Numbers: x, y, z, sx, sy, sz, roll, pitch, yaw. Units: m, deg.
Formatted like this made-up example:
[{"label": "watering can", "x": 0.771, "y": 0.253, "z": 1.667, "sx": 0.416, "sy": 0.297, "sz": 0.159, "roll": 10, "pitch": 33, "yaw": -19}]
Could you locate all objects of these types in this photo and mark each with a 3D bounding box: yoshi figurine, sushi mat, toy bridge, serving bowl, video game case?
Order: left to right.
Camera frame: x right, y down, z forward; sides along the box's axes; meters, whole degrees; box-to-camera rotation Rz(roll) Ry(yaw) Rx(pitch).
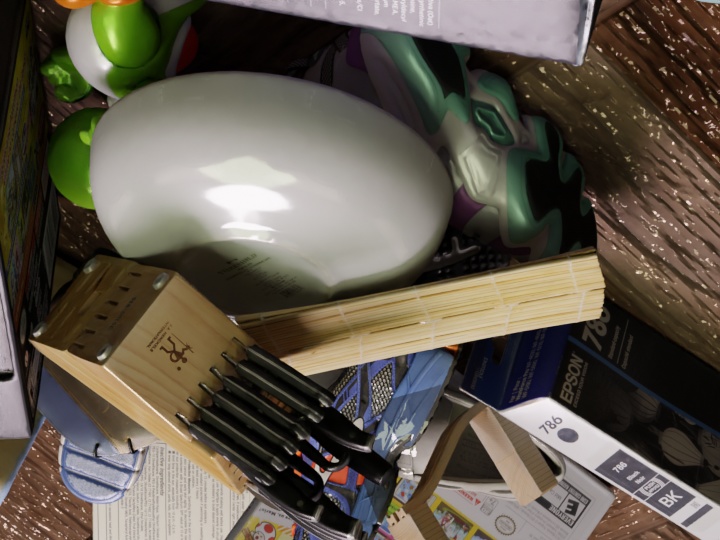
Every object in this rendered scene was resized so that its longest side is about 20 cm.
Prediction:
[{"label": "video game case", "x": -0.201, "y": -0.038, "z": 1.203, "sx": 0.025, "sy": 0.200, "sz": 0.181, "roll": -2, "pitch": 130, "yaw": -1}, {"label": "yoshi figurine", "x": -0.149, "y": -0.105, "z": 1.196, "sx": 0.112, "sy": 0.113, "sz": 0.200, "roll": 9, "pitch": 138, "yaw": 25}, {"label": "serving bowl", "x": -0.052, "y": -0.023, "z": 1.127, "sx": 0.199, "sy": 0.066, "sz": 0.200, "roll": 6, "pitch": 151, "yaw": 3}, {"label": "video game case", "x": 0.039, "y": 0.161, "z": 1.348, "sx": 0.200, "sy": 0.182, "sz": 0.023, "roll": 38, "pitch": 174, "yaw": -17}, {"label": "sushi mat", "x": 0.035, "y": 0.026, "z": 1.147, "sx": 0.199, "sy": 0.012, "sz": 0.096, "roll": -11, "pitch": 156, "yaw": 1}, {"label": "toy bridge", "x": 0.091, "y": 0.106, "z": 1.255, "sx": 0.067, "sy": 0.200, "sz": 0.027, "roll": 57, "pitch": 143, "yaw": 8}]

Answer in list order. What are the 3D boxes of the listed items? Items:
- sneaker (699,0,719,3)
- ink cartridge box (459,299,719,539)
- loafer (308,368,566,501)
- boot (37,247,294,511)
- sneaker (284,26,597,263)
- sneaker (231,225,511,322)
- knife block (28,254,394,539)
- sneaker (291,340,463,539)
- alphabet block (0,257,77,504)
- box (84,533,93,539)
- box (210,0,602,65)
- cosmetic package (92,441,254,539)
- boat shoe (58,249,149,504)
[{"label": "sneaker", "x": 0.208, "y": -0.208, "z": 0.985, "sx": 0.082, "sy": 0.074, "sz": 0.200, "roll": 6, "pitch": 139, "yaw": -28}, {"label": "ink cartridge box", "x": 0.159, "y": 0.079, "z": 1.255, "sx": 0.200, "sy": 0.100, "sz": 0.039, "roll": 31, "pitch": 136, "yaw": -11}, {"label": "loafer", "x": 0.034, "y": 0.094, "z": 1.288, "sx": 0.199, "sy": 0.070, "sz": 0.070, "roll": 16, "pitch": 170, "yaw": -18}, {"label": "boot", "x": -0.123, "y": 0.090, "z": 1.286, "sx": 0.097, "sy": 0.075, "sz": 0.200, "roll": -43, "pitch": 88, "yaw": 16}, {"label": "sneaker", "x": 0.036, "y": -0.056, "z": 1.194, "sx": 0.140, "sy": 0.078, "sz": 0.200, "roll": -22, "pitch": 112, "yaw": 39}, {"label": "sneaker", "x": 0.000, "y": 0.000, "z": 1.276, "sx": 0.199, "sy": 0.074, "sz": 0.080, "roll": -7, "pitch": 158, "yaw": 22}, {"label": "knife block", "x": -0.073, "y": 0.075, "z": 1.128, "sx": 0.176, "sy": 0.064, "sz": 0.200, "roll": 44, "pitch": 166, "yaw": -22}, {"label": "sneaker", "x": -0.012, "y": 0.109, "z": 1.227, "sx": 0.078, "sy": 0.201, "sz": 0.075, "roll": 26, "pitch": 179, "yaw": 3}, {"label": "alphabet block", "x": -0.309, "y": 0.076, "z": 1.371, "sx": 0.199, "sy": 0.197, "sz": 0.196, "roll": 28, "pitch": 135, "yaw": -7}, {"label": "box", "x": -0.112, "y": 0.211, "z": 1.458, "sx": 0.199, "sy": 0.163, "sz": 0.021, "roll": 2, "pitch": 107, "yaw": 20}, {"label": "box", "x": 0.029, "y": -0.195, "z": 0.997, "sx": 0.199, "sy": 0.148, "sz": 0.105, "roll": 12, "pitch": 136, "yaw": 11}, {"label": "cosmetic package", "x": -0.077, "y": 0.152, "z": 1.413, "sx": 0.199, "sy": 0.071, "sz": 0.106, "roll": 4, "pitch": 97, "yaw": 19}, {"label": "boat shoe", "x": -0.145, "y": 0.048, "z": 1.349, "sx": 0.072, "sy": 0.072, "sz": 0.201, "roll": 23, "pitch": 107, "yaw": -1}]
